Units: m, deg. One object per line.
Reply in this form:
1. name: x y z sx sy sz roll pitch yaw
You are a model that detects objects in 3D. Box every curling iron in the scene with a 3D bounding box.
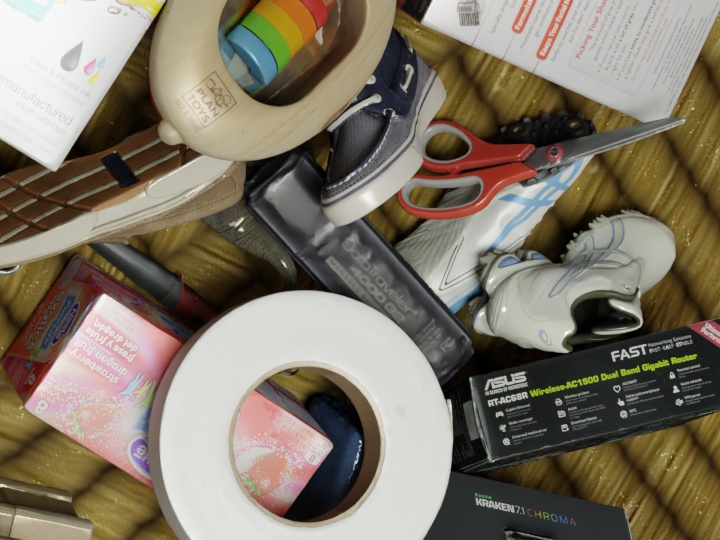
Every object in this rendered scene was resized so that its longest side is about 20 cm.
1. curling iron: -0.118 0.012 1.679 0.199 0.026 0.050 33 131 -19

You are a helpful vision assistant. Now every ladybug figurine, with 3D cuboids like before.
1. ladybug figurine: -0.062 -0.148 1.541 0.200 0.072 0.136 -44 110 -25

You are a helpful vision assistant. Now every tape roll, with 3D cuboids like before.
1. tape roll: -0.038 0.113 1.602 0.201 0.037 0.204 2 84 -19

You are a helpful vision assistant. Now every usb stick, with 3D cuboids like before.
1. usb stick: 0.000 0.000 1.644 0.055 0.033 0.200 -42 113 2

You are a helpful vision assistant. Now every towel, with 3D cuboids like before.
1. towel: -0.031 0.194 1.716 0.048 0.112 0.201 14 101 -25

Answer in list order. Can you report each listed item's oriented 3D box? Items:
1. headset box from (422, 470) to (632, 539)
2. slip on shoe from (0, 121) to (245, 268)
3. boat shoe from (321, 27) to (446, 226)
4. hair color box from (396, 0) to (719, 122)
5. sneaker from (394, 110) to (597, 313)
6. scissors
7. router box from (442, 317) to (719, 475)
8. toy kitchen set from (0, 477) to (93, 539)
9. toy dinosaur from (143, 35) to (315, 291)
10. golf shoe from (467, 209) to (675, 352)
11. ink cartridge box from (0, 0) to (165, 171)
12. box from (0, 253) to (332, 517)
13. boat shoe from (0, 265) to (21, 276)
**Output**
1. headset box: 0.081 0.235 1.727 0.173 0.093 0.200 14 132 -21
2. slip on shoe: -0.166 -0.040 1.574 0.199 0.076 0.061 -26 134 -13
3. boat shoe: -0.005 -0.108 1.605 0.074 0.200 0.093 -29 107 22
4. hair color box: 0.139 -0.187 1.687 0.199 0.064 0.111 22 99 -23
5. sneaker: 0.091 -0.032 1.719 0.200 0.072 0.073 -44 135 -4
6. scissors: 0.121 -0.070 1.675 0.199 0.014 0.074 0 67 19
7. router box: 0.155 0.091 1.720 0.199 0.150 0.063 -12 82 -14
8. toy kitchen set: -0.255 0.112 1.593 0.199 0.163 0.182 14 101 -21
9. toy dinosaur: -0.081 -0.077 1.654 0.102 0.077 0.201 -10 114 -2
10. golf shoe: 0.168 0.019 1.710 0.199 0.097 0.079 -20 128 -41
11. ink cartridge box: -0.207 -0.195 1.528 0.146 0.146 0.201 31 93 -23
12. box: -0.130 0.089 1.660 0.200 0.103 0.095 34 93 -24
13. boat shoe: -0.285 -0.076 1.583 0.071 0.064 0.200 -45 113 -1
